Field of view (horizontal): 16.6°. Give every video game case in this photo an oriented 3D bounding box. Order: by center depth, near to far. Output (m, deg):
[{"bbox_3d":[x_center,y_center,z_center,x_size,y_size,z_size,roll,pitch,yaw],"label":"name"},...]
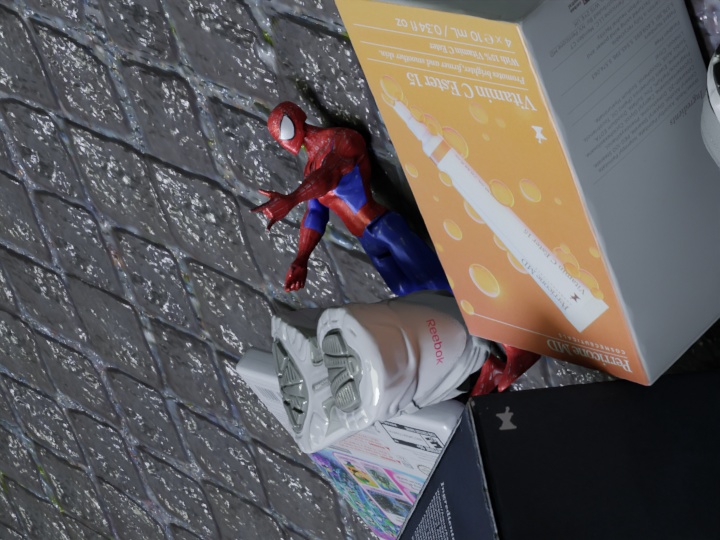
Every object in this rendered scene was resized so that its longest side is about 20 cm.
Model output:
[{"bbox_3d":[0.035,0.126,1.500,0.199,0.024,0.182,12,148,49],"label":"video game case"}]

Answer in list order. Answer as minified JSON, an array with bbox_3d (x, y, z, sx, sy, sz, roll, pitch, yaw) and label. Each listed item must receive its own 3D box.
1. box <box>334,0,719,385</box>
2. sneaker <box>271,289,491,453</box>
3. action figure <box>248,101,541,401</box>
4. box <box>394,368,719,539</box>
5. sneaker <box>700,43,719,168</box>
[{"bbox_3d":[0.090,-0.064,1.137,0.124,0.097,0.201,15,138,47],"label":"box"},{"bbox_3d":[0.015,0.049,1.293,0.200,0.099,0.078,174,84,-72],"label":"sneaker"},{"bbox_3d":[0.000,0.000,1.357,0.200,0.099,0.065,53,151,-2],"label":"action figure"},{"bbox_3d":[0.134,0.144,1.199,0.197,0.199,0.125,110,151,-58],"label":"box"},{"bbox_3d":[0.221,-0.019,1.045,0.200,0.074,0.079,50,163,12],"label":"sneaker"}]
